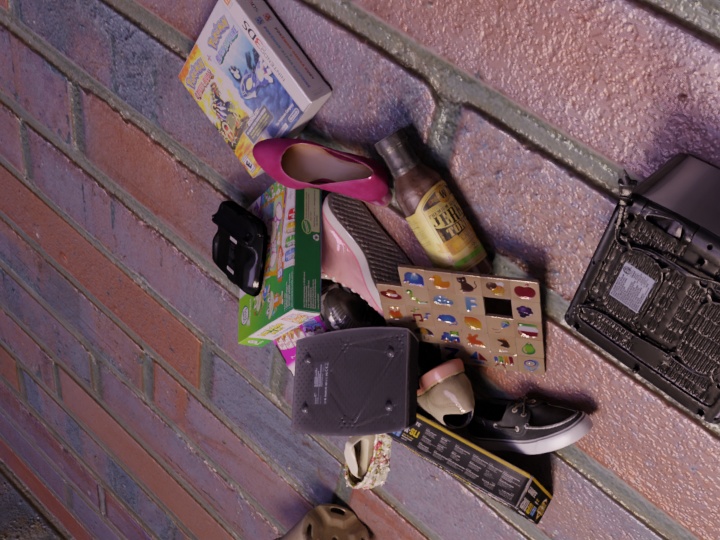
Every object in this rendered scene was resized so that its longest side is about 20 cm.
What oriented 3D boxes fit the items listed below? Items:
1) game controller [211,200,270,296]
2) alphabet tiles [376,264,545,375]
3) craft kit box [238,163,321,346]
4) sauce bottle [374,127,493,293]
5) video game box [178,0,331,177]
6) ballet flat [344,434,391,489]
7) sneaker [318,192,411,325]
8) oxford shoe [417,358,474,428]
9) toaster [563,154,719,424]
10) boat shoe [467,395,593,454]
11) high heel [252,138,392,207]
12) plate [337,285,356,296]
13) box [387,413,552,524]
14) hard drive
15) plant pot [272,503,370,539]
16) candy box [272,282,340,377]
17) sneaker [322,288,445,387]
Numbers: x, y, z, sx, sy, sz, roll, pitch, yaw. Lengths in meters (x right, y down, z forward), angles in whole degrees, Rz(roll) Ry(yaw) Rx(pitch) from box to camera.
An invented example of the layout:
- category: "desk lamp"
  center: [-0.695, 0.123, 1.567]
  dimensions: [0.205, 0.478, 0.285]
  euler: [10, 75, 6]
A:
- category: "game controller"
  center: [-0.172, -0.034, 1.260]
  dimensions: [0.200, 0.042, 0.106]
  euler: [-147, 54, -62]
- category: "alphabet tiles"
  center: [0.120, 0.059, 1.066]
  dimensions: [0.198, 0.008, 0.168]
  euler: [7, 139, 21]
- category: "craft kit box"
  center: [-0.112, -0.016, 1.212]
  dimensions: [0.197, 0.048, 0.202]
  euler: [145, 128, -59]
- category: "sauce bottle"
  center: [0.082, -0.071, 1.044]
  dimensions: [0.065, 0.065, 0.201]
  euler: [-24, 101, 52]
- category: "video game box"
  center: [-0.145, -0.247, 1.174]
  dimensions: [0.183, 0.047, 0.200]
  euler: [55, 143, 4]
- category: "ballet flat"
  center: [0.008, 0.211, 1.190]
  dimensions: [0.075, 0.064, 0.202]
  euler: [23, 122, 45]
- category: "sneaker"
  center: [0.000, 0.000, 1.177]
  dimensions: [0.201, 0.075, 0.105]
  euler: [56, 139, 11]
- category: "oxford shoe"
  center: [0.106, 0.177, 1.158]
  dimensions: [0.200, 0.070, 0.074]
  euler: [91, 154, -71]
- category: "toaster"
  center: [0.307, 0.009, 0.819]
  dimensions: [0.180, 0.118, 0.201]
  euler: [35, 139, 22]
- category: "boat shoe"
  center: [0.200, 0.188, 1.113]
  dimensions: [0.199, 0.068, 0.057]
  euler: [-18, 104, 54]
- category: "high heel"
  center: [-0.055, -0.130, 1.092]
  dimensions: [0.199, 0.068, 0.096]
  euler: [27, 173, 17]
- category: "plate"
  center: [-0.028, 0.117, 1.332]
  dimensions: [0.199, 0.032, 0.201]
  euler: [-15, 106, 51]
- category: "box"
  center: [0.144, 0.255, 1.167]
  dimensions: [0.199, 0.050, 0.160]
  euler: [25, 167, 29]
- category: "hard drive"
  center: [-0.007, 0.144, 1.138]
  dimensions: [0.199, 0.042, 0.136]
  euler: [-10, 72, 42]
- category: "plant pot"
  center: [-0.074, 0.520, 1.579]
  dimensions: [0.200, 0.200, 0.184]
  euler: [43, 130, 15]
- category: "candy box"
  center: [-0.043, 0.128, 1.279]
  dimensions: [0.136, 0.061, 0.201]
  euler: [-17, 104, 49]
- category: "sneaker"
  center: [0.040, 0.085, 1.195]
  dimensions: [0.200, 0.067, 0.090]
  euler: [44, 134, -13]
